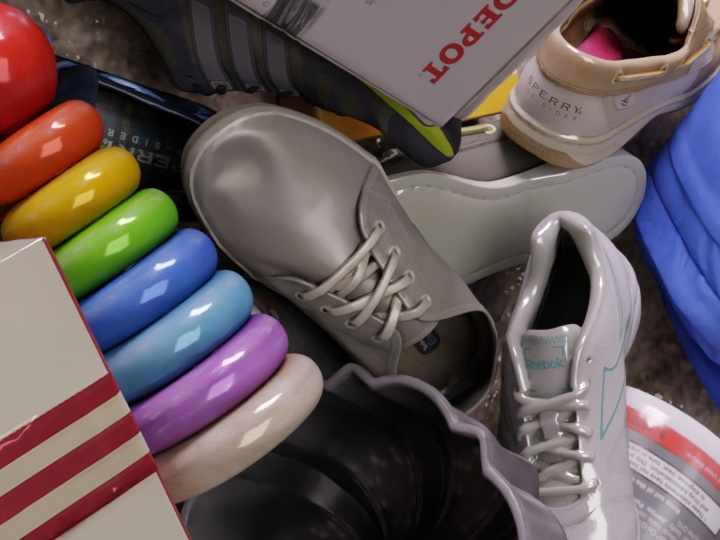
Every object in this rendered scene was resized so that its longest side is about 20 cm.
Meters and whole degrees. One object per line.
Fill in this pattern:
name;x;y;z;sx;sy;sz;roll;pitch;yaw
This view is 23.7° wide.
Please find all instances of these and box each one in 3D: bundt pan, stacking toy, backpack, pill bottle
bundt pan;0.011;0.146;0.739;0.076;0.201;0.203;18;81;-48
stacking toy;-0.099;-0.014;0.651;0.085;0.085;0.200;-37;100;-26
backpack;0.234;0.001;0.879;0.199;0.163;0.168;18;121;-34
pill bottle;0.099;0.163;0.835;0.116;0.116;0.200;45;69;-24

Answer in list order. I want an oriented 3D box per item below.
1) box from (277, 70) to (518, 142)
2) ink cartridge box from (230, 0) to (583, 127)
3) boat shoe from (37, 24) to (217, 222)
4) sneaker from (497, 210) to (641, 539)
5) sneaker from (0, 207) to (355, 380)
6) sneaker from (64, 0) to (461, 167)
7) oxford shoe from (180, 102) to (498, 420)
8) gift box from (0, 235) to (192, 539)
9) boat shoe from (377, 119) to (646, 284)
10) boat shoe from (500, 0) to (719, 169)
box;0.006;-0.165;0.820;0.119;0.041;0.201;-13;95;-30
ink cartridge box;0.000;-0.168;0.651;0.200;0.147;0.083;29;35;-26
boat shoe;-0.126;-0.066;0.722;0.199;0.069;0.085;3;89;-31
sneaker;0.087;0.067;0.775;0.080;0.070;0.201;51;39;-62
sneaker;-0.077;0.030;0.745;0.199;0.082;0.077;17;82;-30
sneaker;-0.040;-0.105;0.751;0.200;0.081;0.074;35;33;-17
oxford shoe;0.000;0.000;0.748;0.075;0.058;0.200;-42;126;4
gift box;-0.178;0.112;0.627;0.186;0.184;0.201;-30;100;-29
boat shoe;0.042;-0.033;0.831;0.201;0.060;0.072;-12;128;-28
boat shoe;0.143;-0.120;0.853;0.074;0.069;0.200;33;44;14
